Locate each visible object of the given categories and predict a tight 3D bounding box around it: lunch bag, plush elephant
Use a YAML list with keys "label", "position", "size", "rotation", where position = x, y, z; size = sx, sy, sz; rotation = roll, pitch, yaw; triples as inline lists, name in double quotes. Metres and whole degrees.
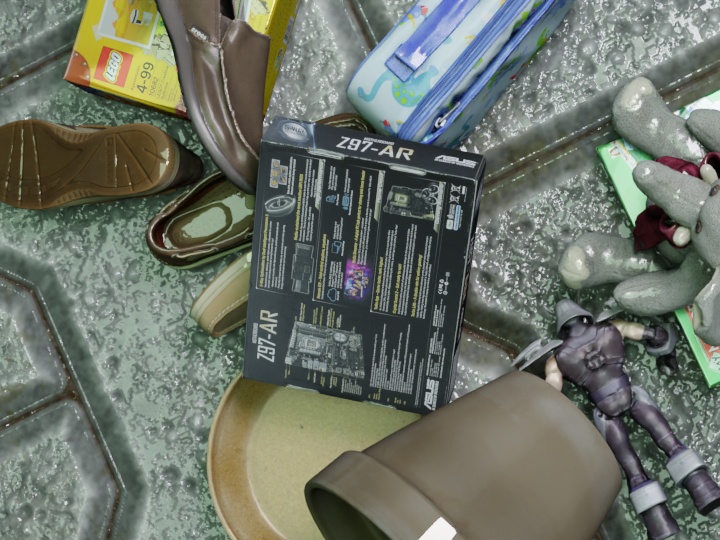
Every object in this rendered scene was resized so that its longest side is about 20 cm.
- label: "lunch bag"
  position: [0.080, -0.174, 1.446]
  size: [0.082, 0.161, 0.200]
  rotation: [41, 92, 10]
- label: "plush elephant"
  position: [0.244, -0.038, 1.378]
  size: [0.199, 0.155, 0.166]
  rotation: [27, 87, 9]

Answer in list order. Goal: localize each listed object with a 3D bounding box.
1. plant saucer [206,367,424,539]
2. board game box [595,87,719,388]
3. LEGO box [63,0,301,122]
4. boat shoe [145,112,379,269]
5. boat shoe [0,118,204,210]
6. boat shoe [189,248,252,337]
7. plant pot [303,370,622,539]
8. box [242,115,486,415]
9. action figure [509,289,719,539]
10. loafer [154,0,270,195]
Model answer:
- label: "plant saucer"
  position: [-0.019, 0.146, 1.501]
  size: [0.198, 0.035, 0.202]
  rotation: [-1, 85, 9]
- label: "board game box"
  position: [0.280, -0.031, 1.468]
  size: [0.134, 0.029, 0.201]
  rotation: [-25, 82, 7]
- label: "LEGO box"
  position: [-0.127, -0.219, 1.525]
  size: [0.148, 0.077, 0.202]
  rotation: [17, 88, 10]
- label: "boat shoe"
  position: [-0.075, -0.059, 1.506]
  size: [0.201, 0.075, 0.075]
  rotation: [-31, 81, 6]
- label: "boat shoe"
  position: [-0.212, -0.082, 1.535]
  size: [0.198, 0.072, 0.073]
  rotation: [-3, 84, 31]
- label: "boat shoe"
  position: [-0.037, 0.002, 1.496]
  size: [0.199, 0.074, 0.070]
  rotation: [-32, 78, 6]
- label: "plant pot"
  position: [0.086, 0.170, 1.388]
  size: [0.173, 0.200, 0.200]
  rotation: [-42, 80, -18]
- label: "box"
  position: [0.000, 0.000, 1.418]
  size: [0.159, 0.044, 0.202]
  rotation: [10, 119, 9]
- label: "action figure"
  position: [0.194, 0.103, 1.456]
  size: [0.130, 0.069, 0.201]
  rotation: [-32, 78, 13]
- label: "loafer"
  position: [-0.099, -0.156, 1.439]
  size: [0.070, 0.073, 0.202]
  rotation: [-20, 83, 7]
